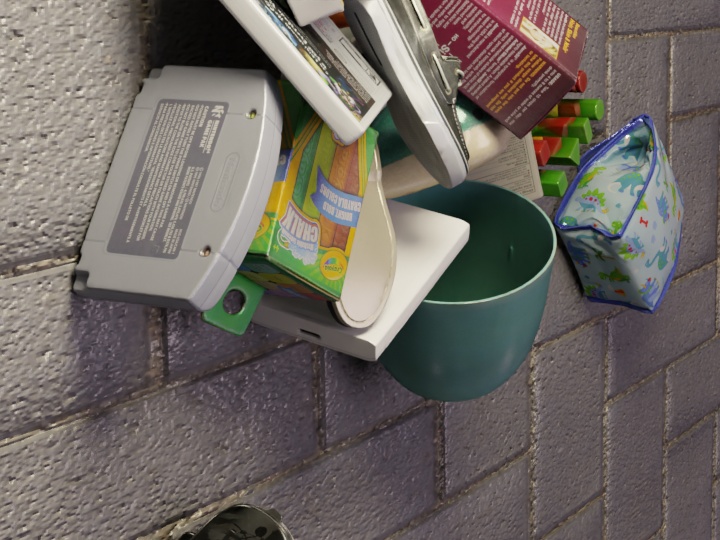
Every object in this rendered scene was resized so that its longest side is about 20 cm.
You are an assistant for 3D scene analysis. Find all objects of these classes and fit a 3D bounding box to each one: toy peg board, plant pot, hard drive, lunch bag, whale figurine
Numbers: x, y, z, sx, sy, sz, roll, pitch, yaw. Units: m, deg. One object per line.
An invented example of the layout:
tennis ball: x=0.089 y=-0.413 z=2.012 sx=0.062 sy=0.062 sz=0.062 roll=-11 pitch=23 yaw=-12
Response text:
toy peg board: x=0.194 y=-0.194 z=1.843 sx=0.200 sy=0.098 sz=0.199 roll=-60 pitch=142 yaw=-37
plant pot: x=0.089 y=0.031 z=1.609 sx=0.201 sy=0.200 sz=0.161 roll=-51 pitch=150 yaw=-44
hard drive: x=0.000 y=0.000 z=1.497 sx=0.200 sy=0.132 sz=0.027 roll=-50 pitch=150 yaw=-45
lunch bag: x=0.350 y=-0.076 z=2.102 sx=0.200 sy=0.127 sz=0.170 roll=-58 pitch=141 yaw=-24
whale figurine: x=0.043 y=-0.126 z=1.542 sx=0.200 sy=0.159 sz=0.104 roll=-22 pitch=92 yaw=-19

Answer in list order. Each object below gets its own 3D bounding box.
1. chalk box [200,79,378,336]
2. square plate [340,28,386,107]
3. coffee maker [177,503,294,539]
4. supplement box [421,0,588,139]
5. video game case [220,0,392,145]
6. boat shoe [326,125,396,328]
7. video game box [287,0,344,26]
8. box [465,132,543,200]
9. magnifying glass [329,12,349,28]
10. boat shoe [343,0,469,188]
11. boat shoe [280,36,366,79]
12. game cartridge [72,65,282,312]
chalk box: x=-0.083 y=-0.047 z=1.353 sx=0.124 sy=0.124 sz=0.200 roll=31 pitch=68 yaw=-57
square plate: x=0.000 y=-0.230 z=1.569 sx=0.200 sy=0.028 sz=0.198 roll=-5 pitch=98 yaw=-60
coffee maker: x=-0.093 y=0.322 z=1.380 sx=0.200 sy=0.135 sz=0.192 roll=54 pitch=49 yaw=-48
supplement box: x=0.104 y=-0.230 z=1.494 sx=0.200 sy=0.086 sz=0.110 roll=37 pitch=34 yaw=-11
video game case: x=-0.056 y=-0.198 z=1.315 sx=0.200 sy=0.023 sz=0.182 roll=49 pitch=16 yaw=-7
boat shoe: x=-0.016 y=-0.041 z=1.440 sx=0.073 sy=0.063 sz=0.200 roll=7 pitch=71 yaw=-33
video game box: x=-0.079 y=-0.320 z=1.296 sx=0.182 sy=0.047 sz=0.200 roll=-109 pitch=173 yaw=-54
box: x=0.124 y=-0.164 z=1.707 sx=0.078 sy=0.095 sz=0.200 roll=-114 pitch=-171 yaw=-59
magnifying glass: x=0.017 y=-0.243 z=1.509 sx=0.080 sy=0.022 sz=0.200 roll=52 pitch=36 yaw=13
boat shoe: x=0.058 y=-0.170 z=1.422 sx=0.071 sy=0.072 sz=0.200 roll=-32 pitch=110 yaw=-17
boat shoe: x=0.006 y=-0.183 z=1.489 sx=0.200 sy=0.068 sz=0.072 roll=-12 pitch=105 yaw=-58
game cartridge: x=-0.134 y=-0.065 z=1.253 sx=0.041 sy=0.133 sz=0.200 roll=44 pitch=57 yaw=-53
